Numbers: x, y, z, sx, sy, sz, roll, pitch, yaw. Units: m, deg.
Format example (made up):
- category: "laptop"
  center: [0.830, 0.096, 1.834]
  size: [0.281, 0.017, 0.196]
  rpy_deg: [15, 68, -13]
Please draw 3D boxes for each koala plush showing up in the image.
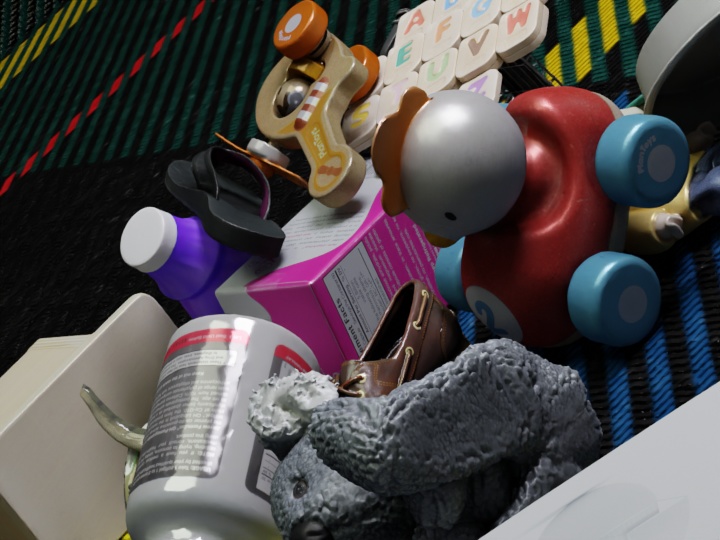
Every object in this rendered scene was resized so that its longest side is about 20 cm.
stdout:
- category: "koala plush"
  center: [0.025, 0.130, 1.324]
  size: [0.199, 0.178, 0.184]
  rpy_deg: [-15, 17, 46]

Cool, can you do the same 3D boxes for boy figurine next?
- category: "boy figurine"
  center: [0.215, -0.060, 1.572]
  size: [0.199, 0.065, 0.125]
  rpy_deg: [-16, 31, 39]

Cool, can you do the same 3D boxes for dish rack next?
- category: "dish rack"
  center: [0.112, -0.146, 1.817]
  size: [0.055, 0.153, 0.200]
  rpy_deg: [-56, 26, -17]

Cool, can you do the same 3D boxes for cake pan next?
- category: "cake pan"
  center: [0.274, -0.169, 1.579]
  size: [0.199, 0.037, 0.201]
  rpy_deg: [-28, -22, -12]

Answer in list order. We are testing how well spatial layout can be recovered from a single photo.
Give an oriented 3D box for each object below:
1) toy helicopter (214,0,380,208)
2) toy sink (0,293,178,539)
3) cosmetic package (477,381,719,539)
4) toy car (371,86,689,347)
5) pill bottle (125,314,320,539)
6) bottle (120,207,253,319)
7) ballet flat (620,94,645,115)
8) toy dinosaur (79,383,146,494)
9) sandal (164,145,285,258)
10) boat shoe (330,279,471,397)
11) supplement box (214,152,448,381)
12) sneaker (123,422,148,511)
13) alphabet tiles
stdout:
- category: "toy helicopter"
  center: [-0.042, -0.106, 1.722]
  size: [0.132, 0.079, 0.200]
  rpy_deg: [-43, 33, 15]
- category: "toy sink"
  center: [-0.221, 0.129, 1.764]
  size: [0.200, 0.131, 0.112]
  rpy_deg: [-47, 22, -27]
- category: "cosmetic package"
  center: [0.145, 0.183, 1.047]
  size: [0.199, 0.123, 0.200]
  rpy_deg: [-34, 18, 6]
- category: "toy car"
  center: [0.078, -0.047, 1.496]
  size: [0.184, 0.199, 0.178]
  rpy_deg: [13, 91, 56]
- category: "pill bottle"
  center: [-0.096, 0.139, 1.515]
  size: [0.110, 0.111, 0.201]
  rpy_deg: [-20, 44, 36]
- category: "bottle"
  center: [-0.099, 0.007, 1.733]
  size: [0.084, 0.199, 0.065]
  rpy_deg: [-52, 45, 12]
- category: "ballet flat"
  center: [0.153, -0.064, 1.671]
  size: [0.200, 0.071, 0.067]
  rpy_deg: [-37, 20, -1]
- category: "toy dinosaur"
  center: [-0.120, 0.143, 1.611]
  size: [0.198, 0.048, 0.089]
  rpy_deg: [13, 53, 10]
- category: "sandal"
  center: [-0.094, -0.059, 1.695]
  size: [0.048, 0.075, 0.200]
  rpy_deg: [-70, 22, 11]
- category: "boat shoe"
  center: [0.008, 0.089, 1.568]
  size: [0.070, 0.071, 0.200]
  rpy_deg: [-14, 30, 39]
- category: "supplement box"
  center: [0.000, 0.000, 1.688]
  size: [0.101, 0.104, 0.200]
  rpy_deg: [-5, 28, 43]
- category: "sneaker"
  center: [-0.104, 0.127, 1.673]
  size: [0.088, 0.077, 0.200]
  rpy_deg: [-3, 39, 37]
- category: "alphabet tiles"
  center: [0.064, -0.163, 1.733]
  size: [0.199, 0.015, 0.196]
  rpy_deg: [-29, 33, 32]
